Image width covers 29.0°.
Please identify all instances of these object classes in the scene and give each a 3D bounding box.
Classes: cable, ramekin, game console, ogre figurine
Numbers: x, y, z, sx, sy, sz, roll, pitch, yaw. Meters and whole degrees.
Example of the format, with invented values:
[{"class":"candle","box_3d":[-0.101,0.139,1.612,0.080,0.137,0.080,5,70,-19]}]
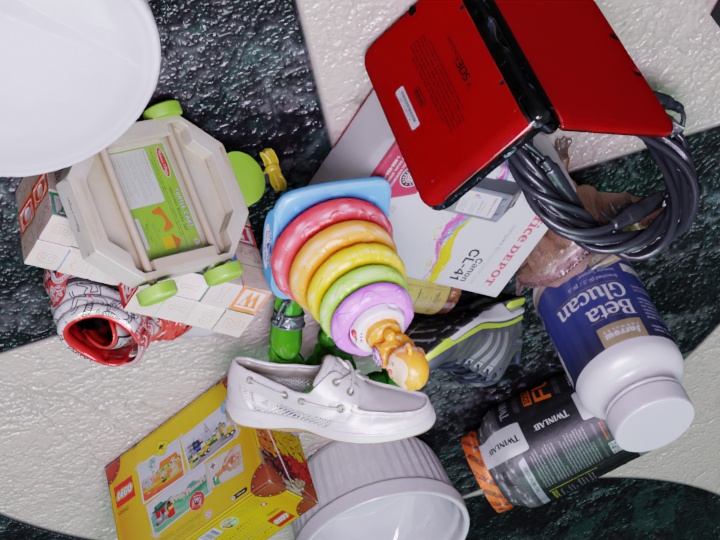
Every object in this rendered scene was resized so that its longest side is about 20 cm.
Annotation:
[{"class":"cable","box_3d":[0.204,-0.095,1.227,0.200,0.163,0.051,13,165,-19]},{"class":"ramekin","box_3d":[-0.251,-0.173,1.012,0.202,0.094,0.203,-11,138,-10]},{"class":"game console","box_3d":[0.119,-0.142,1.111,0.172,0.200,0.119,-40,134,21]},{"class":"ramekin","box_3d":[0.014,0.269,1.576,0.200,0.105,0.200,-11,138,-10]},{"class":"ogre figurine","box_3d":[-0.013,0.084,1.383,0.200,0.098,0.120,8,115,-48]}]

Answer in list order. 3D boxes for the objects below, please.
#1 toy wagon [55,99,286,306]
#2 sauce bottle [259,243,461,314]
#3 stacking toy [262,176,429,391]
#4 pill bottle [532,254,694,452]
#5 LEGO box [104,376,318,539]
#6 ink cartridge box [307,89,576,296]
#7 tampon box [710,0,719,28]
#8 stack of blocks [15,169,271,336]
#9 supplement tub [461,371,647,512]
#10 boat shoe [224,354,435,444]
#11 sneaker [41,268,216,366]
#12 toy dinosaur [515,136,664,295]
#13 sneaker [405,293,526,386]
[{"class":"toy wagon","box_3d":[-0.147,-0.060,1.133,0.200,0.155,0.040,-17,174,-43]},{"class":"sauce bottle","box_3d":[0.000,0.000,1.319,0.200,0.066,0.066,10,130,-27]},{"class":"stacking toy","box_3d":[0.003,0.026,1.111,0.110,0.200,0.116,-11,133,-20]},{"class":"pill bottle","box_3d":[0.256,0.079,1.399,0.111,0.200,0.111,-11,138,-11]},{"class":"LEGO box","box_3d":[-0.156,0.219,1.422,0.200,0.149,0.077,-37,136,18]},{"class":"ink cartridge box","box_3d":[0.070,-0.068,1.257,0.200,0.086,0.148,14,128,-30]},{"class":"tampon box","box_3d":[0.423,-0.252,1.172,0.150,0.126,0.200,4,134,-24]},{"class":"stack of blocks","box_3d":[-0.184,-0.023,1.181,0.200,0.115,0.059,16,127,-33]},{"class":"supplement tub","box_3d":[0.221,0.184,1.555,0.200,0.123,0.123,-28,138,8]},{"class":"boat shoe","box_3d":[-0.028,0.114,1.301,0.200,0.071,0.069,4,112,4]},{"class":"sneaker","box_3d":[-0.196,0.049,1.256,0.201,0.108,0.067,27,121,-40]},{"class":"toy dinosaur","box_3d":[0.200,-0.027,1.314,0.086,0.136,0.200,19,126,-36]},{"class":"sneaker","box_3d":[0.106,0.079,1.364,0.074,0.081,0.200,-5,-171,41]}]
